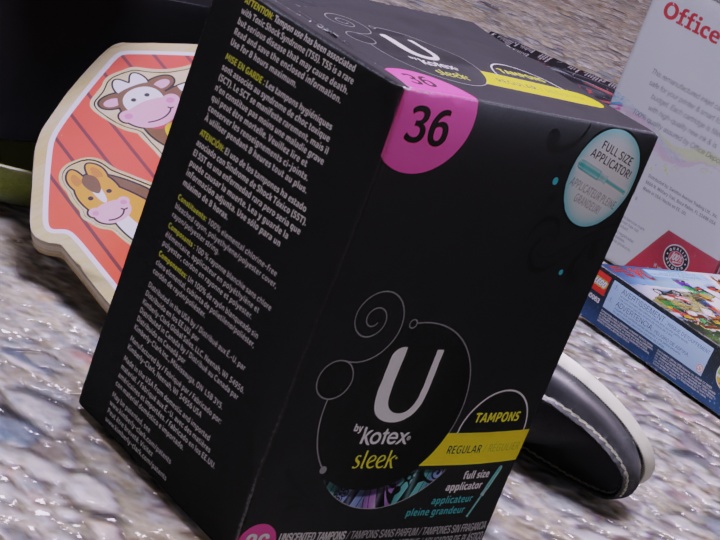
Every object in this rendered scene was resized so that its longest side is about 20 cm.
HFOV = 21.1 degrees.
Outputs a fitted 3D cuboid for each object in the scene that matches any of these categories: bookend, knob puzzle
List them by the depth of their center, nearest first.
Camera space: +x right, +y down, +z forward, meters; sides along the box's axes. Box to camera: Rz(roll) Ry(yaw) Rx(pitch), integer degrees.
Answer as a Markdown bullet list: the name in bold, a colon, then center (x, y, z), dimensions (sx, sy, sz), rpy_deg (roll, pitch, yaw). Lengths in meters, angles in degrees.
- **knob puzzle**: center (-0.076, -0.058, 0.964), dimensions (0.219, 0.031, 0.220), rpy_deg (2, 48, -2)
- **bookend**: center (-0.198, -0.149, 1.094), dimensions (0.200, 0.092, 0.198), rpy_deg (32, 19, 36)

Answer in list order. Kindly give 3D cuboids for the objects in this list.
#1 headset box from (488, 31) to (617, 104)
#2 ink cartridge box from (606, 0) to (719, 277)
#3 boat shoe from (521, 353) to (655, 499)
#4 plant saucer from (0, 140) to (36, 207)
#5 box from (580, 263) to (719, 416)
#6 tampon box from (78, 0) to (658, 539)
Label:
- **headset box**: center (0.169, -0.115, 1.556), dimensions (0.199, 0.075, 0.149), rpy_deg (24, 18, 7)
- **ink cartridge box**: center (0.247, -0.085, 1.347), dimensions (0.083, 0.201, 0.146), rpy_deg (5, 24, -43)
- **boat shoe**: center (0.050, 0.058, 0.947), dimensions (0.200, 0.072, 0.068), rpy_deg (33, 56, 13)
- **plant saucer**: center (-0.213, -0.080, 1.075), dimensions (0.199, 0.031, 0.200), rpy_deg (20, 18, -7)
- **box**: center (0.252, 0.047, 1.229), dimensions (0.200, 0.038, 0.137), rpy_deg (4, 24, -44)
- **tampon box**: center (0.000, 0.000, 0.800), dimensions (0.150, 0.201, 0.126), rpy_deg (4, 24, -43)
